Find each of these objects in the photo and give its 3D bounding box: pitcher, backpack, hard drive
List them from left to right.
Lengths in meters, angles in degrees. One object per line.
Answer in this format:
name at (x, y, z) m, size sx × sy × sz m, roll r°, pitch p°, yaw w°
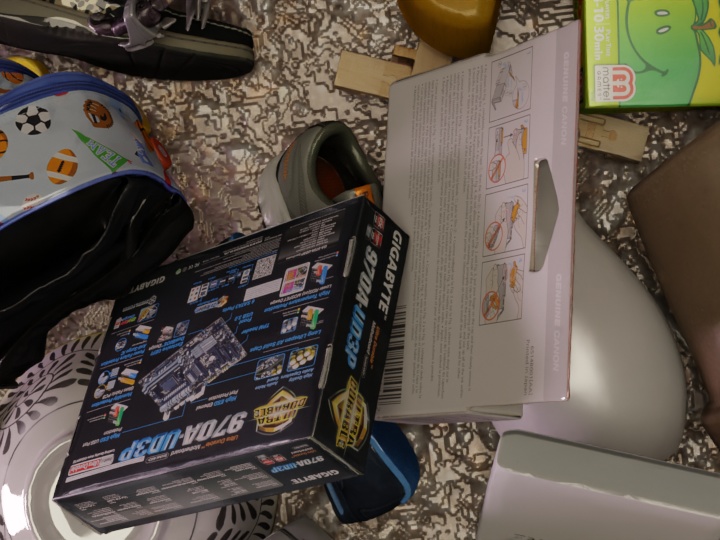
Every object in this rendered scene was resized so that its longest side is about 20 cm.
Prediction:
backpack at (-0.202, -0.032, 1.017) m, size 0.190 × 0.200 × 0.155 m, roll -25°, pitch 78°, yaw 6°
pitcher at (0.100, 0.035, 1.075) m, size 0.171 × 0.121 × 0.201 m, roll -21°, pitch 94°, yaw 43°
hard drive at (0.138, 0.144, 1.026) m, size 0.131 × 0.200 × 0.027 m, roll 12°, pitch 70°, yaw 5°

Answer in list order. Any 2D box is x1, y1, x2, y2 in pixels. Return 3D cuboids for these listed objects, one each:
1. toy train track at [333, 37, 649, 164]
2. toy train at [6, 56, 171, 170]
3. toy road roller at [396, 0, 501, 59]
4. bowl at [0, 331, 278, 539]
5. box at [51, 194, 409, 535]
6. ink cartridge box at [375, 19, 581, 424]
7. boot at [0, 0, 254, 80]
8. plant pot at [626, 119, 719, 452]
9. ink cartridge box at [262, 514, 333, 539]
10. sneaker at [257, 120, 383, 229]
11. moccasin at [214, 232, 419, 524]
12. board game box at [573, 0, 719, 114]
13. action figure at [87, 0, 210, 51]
toy train track at (0.082, -0.102, 1.111) m, size 0.199 × 0.033 × 0.115 m, roll 14°, pitch 85°, yaw -1°
toy train at (-0.218, -0.063, 1.127) m, size 0.199 × 0.056 × 0.151 m, roll 17°, pitch 97°, yaw 5°
toy road roller at (0.033, -0.214, 1.053) m, size 0.199 × 0.123 × 0.147 m, roll 12°, pitch 81°, yaw 5°
bowl at (-0.156, 0.139, 1.101) m, size 0.200 × 0.094 × 0.202 m, roll 0°, pitch 91°, yaw 4°
box at (-0.074, 0.055, 0.991) m, size 0.199 × 0.046 × 0.159 m, roll -18°, pitch 45°, yaw 35°
ink cartridge box at (0.075, -0.019, 0.958) m, size 0.045 × 0.176 × 0.201 m, roll 10°, pitch 78°, yaw -33°
boot at (-0.156, -0.209, 1.106) m, size 0.203 × 0.073 × 0.154 m, roll 11°, pitch 78°, yaw -11°
plant pot at (0.248, -0.007, 1.015) m, size 0.200 × 0.200 × 0.175 m, roll -38°, pitch 85°, yaw 4°
ink cartridge box at (-0.066, 0.234, 1.043) m, size 0.083 × 0.200 × 0.145 m, roll 40°, pitch 94°, yaw 7°
sneaker at (0.000, 0.000, 1.061) m, size 0.074 × 0.079 × 0.201 m, roll -13°, pitch 67°, yaw -34°
moccasin at (-0.043, 0.072, 1.098) m, size 0.068 × 0.080 × 0.200 m, roll -35°, pitch 84°, yaw 18°
board game box at (0.232, -0.150, 1.075) m, size 0.199 × 0.048 × 0.102 m, roll -1°, pitch 90°, yaw -1°
action figure at (-0.162, -0.198, 1.033) m, size 0.199 × 0.069 × 0.131 m, roll -2°, pitch 69°, yaw -28°
